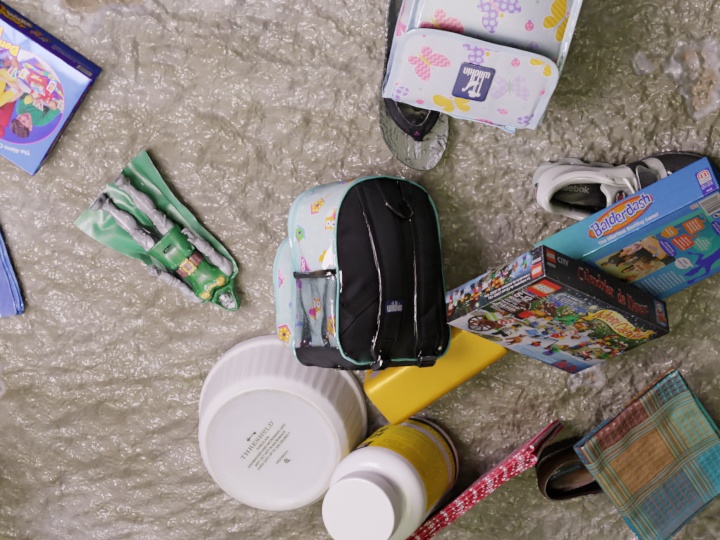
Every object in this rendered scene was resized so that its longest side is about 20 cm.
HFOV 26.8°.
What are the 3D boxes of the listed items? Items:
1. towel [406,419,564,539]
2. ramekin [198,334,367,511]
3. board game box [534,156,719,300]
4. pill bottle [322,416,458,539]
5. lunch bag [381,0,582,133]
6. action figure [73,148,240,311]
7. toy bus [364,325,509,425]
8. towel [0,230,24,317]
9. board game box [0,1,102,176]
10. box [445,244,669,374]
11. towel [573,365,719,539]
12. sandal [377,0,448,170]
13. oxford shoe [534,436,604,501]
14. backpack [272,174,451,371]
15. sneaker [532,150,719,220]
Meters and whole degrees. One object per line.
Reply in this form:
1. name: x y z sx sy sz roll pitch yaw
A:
1. towel: 0.139 0.244 1.705 0.200 0.145 0.023 -40 83 20
2. ramekin: -0.094 0.184 1.732 0.201 0.094 0.203 2 112 5
3. board game box: 0.304 -0.025 1.580 0.200 0.045 0.152 -28 144 20
4. pill bottle: 0.031 0.238 1.672 0.111 0.200 0.112 4 101 19
5. lunch bag: 0.125 -0.247 1.505 0.169 0.127 0.201 15 106 -6
6. action figure: -0.207 -0.024 1.687 0.200 0.055 0.118 42 107 -15
7. toy bus: 0.101 0.085 1.678 0.200 0.078 0.065 -35 104 18
8. towel: -0.496 0.001 1.743 0.199 0.024 0.145 -9 110 10
9. board game box: -0.400 -0.215 1.634 0.200 0.045 0.135 34 111 -7
10. box: 0.206 0.044 1.577 0.200 0.038 0.136 22 144 -37
11. towel: 0.335 0.212 1.675 0.147 0.022 0.200 -39 125 -1
12. sandal: 0.052 -0.198 1.587 0.075 0.048 0.201 -2 110 7
13. oxford shoe: 0.291 0.210 1.705 0.200 0.084 0.073 -31 103 15
14. backpack: 0.000 0.000 1.602 0.153 0.175 0.201 3 93 49
15. sneaker: 0.282 -0.078 1.589 0.199 0.089 0.074 -4 110 7
